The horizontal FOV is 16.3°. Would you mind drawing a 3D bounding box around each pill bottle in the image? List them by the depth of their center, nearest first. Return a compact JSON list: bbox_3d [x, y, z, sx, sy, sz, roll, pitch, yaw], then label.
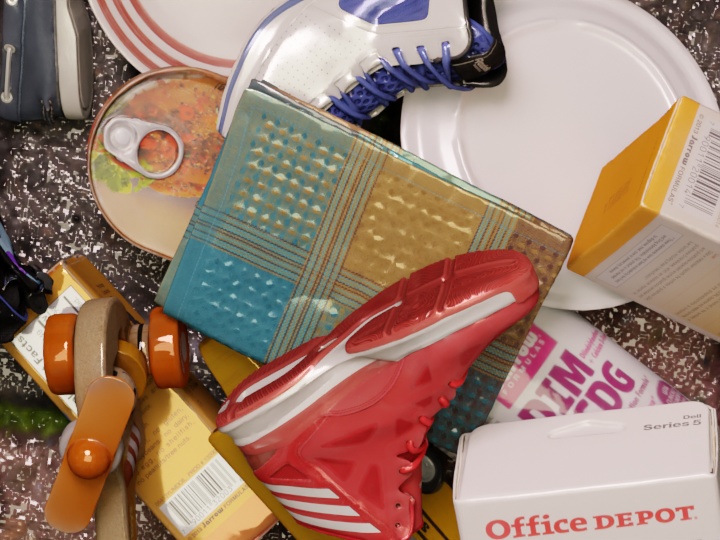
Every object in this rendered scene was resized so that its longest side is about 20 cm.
[{"bbox_3d":[0.100,0.075,1.466,0.200,0.113,0.114,37,93,0],"label":"pill bottle"}]

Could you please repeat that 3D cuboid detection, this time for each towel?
[{"bbox_3d":[0.000,0.000,1.395,0.199,0.022,0.147,25,106,-1],"label":"towel"}]

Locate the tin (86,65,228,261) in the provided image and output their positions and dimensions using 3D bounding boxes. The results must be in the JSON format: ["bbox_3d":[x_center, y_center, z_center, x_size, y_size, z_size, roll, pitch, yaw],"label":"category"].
[{"bbox_3d":[-0.067,-0.048,1.485,0.199,0.042,0.113,23,90,-13],"label":"tin"}]

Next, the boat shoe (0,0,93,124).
[{"bbox_3d":[-0.196,-0.187,1.483,0.061,0.075,0.201,-3,106,4],"label":"boat shoe"}]

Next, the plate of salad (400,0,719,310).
[{"bbox_3d":[0.117,-0.072,1.467,0.199,0.048,0.202,4,75,-13],"label":"plate of salad"}]

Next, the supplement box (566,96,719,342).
[{"bbox_3d":[0.231,-0.006,1.386,0.199,0.126,0.074,26,69,-7],"label":"supplement box"}]

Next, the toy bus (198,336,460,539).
[{"bbox_3d":[-0.018,0.111,1.455,0.200,0.065,0.078,48,49,-6],"label":"toy bus"}]

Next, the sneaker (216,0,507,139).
[{"bbox_3d":[0.015,-0.123,1.407,0.115,0.081,0.200,34,87,29],"label":"sneaker"}]

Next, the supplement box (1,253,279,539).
[{"bbox_3d":[-0.128,0.085,1.496,0.069,0.067,0.200,-40,90,5],"label":"supplement box"}]

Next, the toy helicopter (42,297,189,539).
[{"bbox_3d":[-0.138,0.116,1.400,0.078,0.132,0.202,-3,94,3],"label":"toy helicopter"}]

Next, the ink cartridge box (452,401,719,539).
[{"bbox_3d":[0.138,0.186,1.387,0.144,0.084,0.201,-7,113,10],"label":"ink cartridge box"}]

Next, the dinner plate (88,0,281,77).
[{"bbox_3d":[-0.070,-0.197,1.490,0.199,0.024,0.202,-2,101,-10],"label":"dinner plate"}]

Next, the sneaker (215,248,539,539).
[{"bbox_3d":[0.030,0.075,1.370,0.199,0.078,0.116,-27,107,23],"label":"sneaker"}]

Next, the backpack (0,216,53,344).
[{"bbox_3d":[-0.285,-0.046,1.407,0.134,0.200,0.183,-30,61,3],"label":"backpack"}]

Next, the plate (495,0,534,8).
[{"bbox_3d":[0.055,-0.212,1.483,0.199,0.026,0.202,-1,99,-8],"label":"plate"}]
